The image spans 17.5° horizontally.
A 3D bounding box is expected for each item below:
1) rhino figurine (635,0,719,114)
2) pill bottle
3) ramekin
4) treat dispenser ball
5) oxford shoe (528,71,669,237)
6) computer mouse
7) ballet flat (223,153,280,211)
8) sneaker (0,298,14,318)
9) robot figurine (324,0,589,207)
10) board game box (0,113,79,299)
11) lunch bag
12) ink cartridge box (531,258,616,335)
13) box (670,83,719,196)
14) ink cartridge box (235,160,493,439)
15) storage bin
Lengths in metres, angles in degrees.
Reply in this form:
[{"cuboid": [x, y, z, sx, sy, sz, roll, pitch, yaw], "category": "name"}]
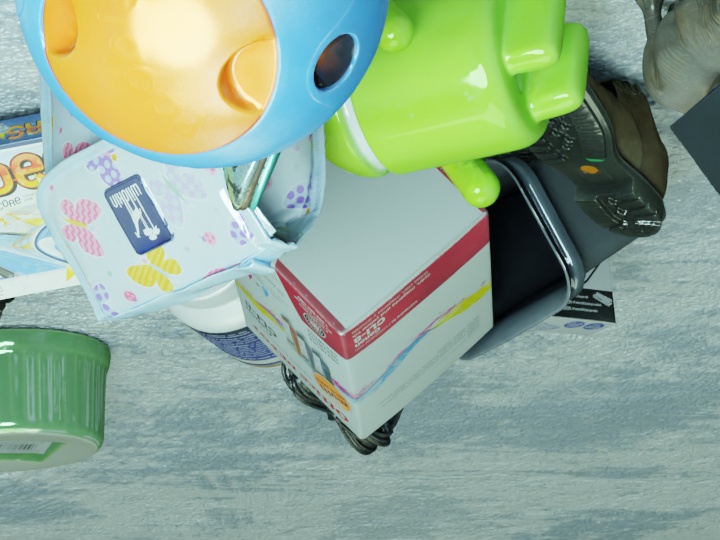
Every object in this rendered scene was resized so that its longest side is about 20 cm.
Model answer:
[{"cuboid": [0.225, -0.164, 1.489, 0.059, 0.088, 0.200, -2, 163, -11], "category": "rhino figurine"}, {"cuboid": [-0.100, 0.004, 1.895, 0.115, 0.116, 0.200, -9, 163, 14], "category": "pill bottle"}, {"cuboid": [-0.339, 0.130, 2.262, 0.199, 0.098, 0.200, -4, 163, -1], "category": "ramekin"}, {"cuboid": [-0.083, -0.155, 1.242, 0.200, 0.202, 0.201, -4, 163, -1], "category": "treat dispenser ball"}, {"cuboid": [0.166, -0.111, 1.690, 0.072, 0.085, 0.200, 2, 150, 32], "category": "oxford shoe"}, {"cuboid": [0.009, 0.047, 1.889, 0.046, 0.201, 0.140, -17, 132, 33], "category": "computer mouse"}, {"cuboid": [-0.050, -0.135, 1.366, 0.074, 0.201, 0.074, 25, 174, 3], "category": "ballet flat"}, {"cuboid": [-0.303, 0.028, 1.905, 0.199, 0.121, 0.084, -6, 163, 2], "category": "sneaker"}, {"cuboid": [0.046, -0.126, 1.515, 0.199, 0.116, 0.176, -11, 139, 23], "category": "robot figurine"}, {"cuboid": [-0.230, -0.048, 1.685, 0.199, 0.035, 0.136, -11, 128, 1], "category": "board game box"}, {"cuboid": [-0.115, -0.082, 1.471, 0.169, 0.201, 0.127, -19, 158, 41], "category": "lunch bag"}, {"cuboid": [0.121, -0.002, 1.974, 0.199, 0.095, 0.044, 5, 160, -31], "category": "ink cartridge box"}, {"cuboid": [0.312, -0.134, 1.470, 0.200, 0.079, 0.141, -34, 173, -28], "category": "box"}, {"cuboid": [0.000, 0.000, 1.728, 0.145, 0.145, 0.200, -40, 157, -14], "category": "ink cartridge box"}, {"cuboid": [0.133, -0.038, 1.830, 0.134, 0.146, 0.200, -27, 176, -33], "category": "storage bin"}]
